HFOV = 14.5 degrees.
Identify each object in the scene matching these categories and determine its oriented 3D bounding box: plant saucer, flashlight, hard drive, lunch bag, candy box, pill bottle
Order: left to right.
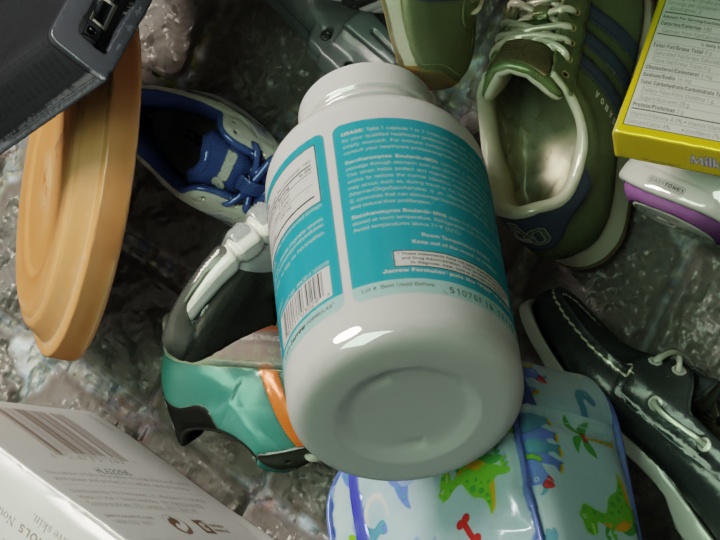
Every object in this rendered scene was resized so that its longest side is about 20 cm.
[{"bbox_3d":[-0.158,-0.052,1.557,0.200,0.032,0.201,-172,90,-73],"label":"plant saucer"},{"bbox_3d":[-0.146,-0.154,1.496,0.135,0.042,0.200,-29,30,44],"label":"hard drive"},{"bbox_3d":[-0.034,-0.171,1.562,0.200,0.068,0.068,44,102,21],"label":"flashlight"},{"bbox_3d":[0.012,-0.007,1.350,0.111,0.111,0.201,-30,43,23],"label":"pill bottle"},{"bbox_3d":[0.060,0.155,1.362,0.161,0.082,0.201,-39,49,40],"label":"lunch bag"},{"bbox_3d":[0.230,-0.080,1.367,0.199,0.026,0.102,12,54,16],"label":"candy box"}]

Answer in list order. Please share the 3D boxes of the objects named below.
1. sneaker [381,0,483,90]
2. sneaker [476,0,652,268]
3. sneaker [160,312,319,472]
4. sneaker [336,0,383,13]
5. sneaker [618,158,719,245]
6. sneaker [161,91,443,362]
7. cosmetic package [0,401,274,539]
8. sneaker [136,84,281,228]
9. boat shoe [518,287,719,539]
[{"bbox_3d":[0.053,-0.164,1.365,0.089,0.201,0.067,-2,48,12],"label":"sneaker"},{"bbox_3d":[0.100,-0.106,1.449,0.067,0.090,0.201,-2,83,31],"label":"sneaker"},{"bbox_3d":[-0.014,0.070,1.520,0.199,0.071,0.080,8,107,24],"label":"sneaker"},{"bbox_3d":[-0.018,-0.203,1.425,0.200,0.114,0.075,109,156,-53],"label":"sneaker"},{"bbox_3d":[0.228,-0.047,1.389,0.199,0.075,0.100,22,81,24],"label":"sneaker"},{"bbox_3d":[0.000,0.000,1.455,0.115,0.075,0.200,44,73,7],"label":"sneaker"},{"bbox_3d":[-0.177,0.195,1.532,0.166,0.167,0.201,32,100,28],"label":"cosmetic package"},{"bbox_3d":[-0.053,-0.040,1.539,0.200,0.088,0.076,27,95,28],"label":"sneaker"},{"bbox_3d":[0.160,0.077,1.416,0.060,0.076,0.200,-45,76,17],"label":"boat shoe"}]
